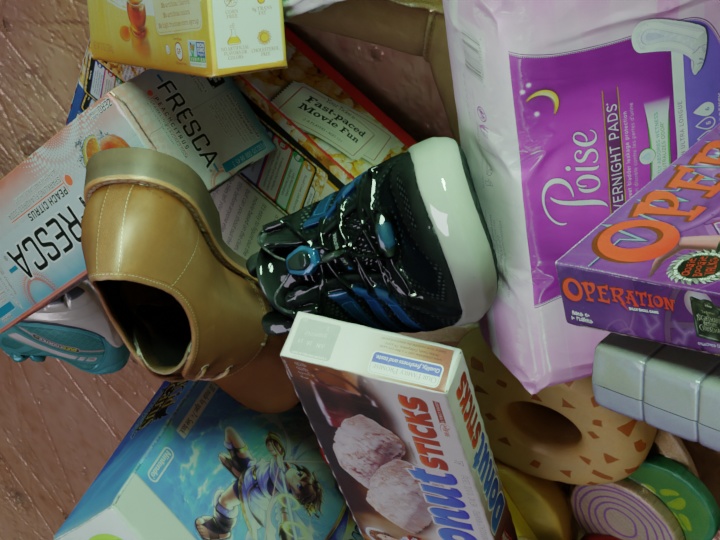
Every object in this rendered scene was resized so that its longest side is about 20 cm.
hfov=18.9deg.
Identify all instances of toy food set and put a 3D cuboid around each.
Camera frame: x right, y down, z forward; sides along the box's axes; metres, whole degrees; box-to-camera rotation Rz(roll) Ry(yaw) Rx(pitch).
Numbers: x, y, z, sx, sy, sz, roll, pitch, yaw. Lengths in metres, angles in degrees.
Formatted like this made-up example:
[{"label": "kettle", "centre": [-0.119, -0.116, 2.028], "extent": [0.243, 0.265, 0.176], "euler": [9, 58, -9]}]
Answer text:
[{"label": "toy food set", "centre": [0.072, 0.102, 1.028], "extent": [0.200, 0.049, 0.198], "euler": [-11, 125, 35]}]

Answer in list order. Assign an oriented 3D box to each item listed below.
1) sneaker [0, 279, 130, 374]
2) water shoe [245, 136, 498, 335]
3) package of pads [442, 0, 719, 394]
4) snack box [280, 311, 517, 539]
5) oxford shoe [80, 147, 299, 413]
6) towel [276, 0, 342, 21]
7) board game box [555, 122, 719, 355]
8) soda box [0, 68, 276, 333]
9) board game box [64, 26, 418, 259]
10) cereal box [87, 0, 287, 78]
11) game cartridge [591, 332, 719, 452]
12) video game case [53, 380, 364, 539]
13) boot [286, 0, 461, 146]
[{"label": "sneaker", "centre": [-0.217, 0.022, 1.282], "extent": [0.200, 0.078, 0.080], "euler": [13, 138, 40]}, {"label": "water shoe", "centre": [0.000, 0.000, 0.877], "extent": [0.200, 0.079, 0.072], "euler": [133, 121, -76]}, {"label": "package of pads", "centre": [0.099, -0.054, 0.837], "extent": [0.076, 0.120, 0.200], "euler": [-121, 17, -53]}, {"label": "snack box", "centre": [0.021, 0.080, 0.937], "extent": [0.072, 0.024, 0.200], "euler": [12, 154, 18]}, {"label": "oxford shoe", "centre": [-0.076, 0.025, 0.977], "extent": [0.071, 0.071, 0.200], "euler": [-5, 150, 22]}, {"label": "towel", "centre": [-0.019, -0.202, 0.837], "extent": [0.149, 0.031, 0.200], "euler": [178, 83, -66]}, {"label": "board game box", "centre": [0.170, -0.032, 0.720], "extent": [0.120, 0.200, 0.032], "euler": [7, 124, 42]}, {"label": "soda box", "centre": [-0.129, -0.036, 1.045], "extent": [0.200, 0.068, 0.064], "euler": [-29, 95, 50]}, {"label": "board game box", "centre": [-0.056, -0.046, 1.057], "extent": [0.200, 0.046, 0.152], "euler": [43, 139, 16]}, {"label": "cereal box", "centre": [-0.082, -0.185, 0.901], "extent": [0.144, 0.039, 0.200], "euler": [16, 113, 63]}, {"label": "game cartridge", "centre": [0.184, 0.008, 0.740], "extent": [0.130, 0.200, 0.038], "euler": [16, 128, 38]}, {"label": "video game case", "centre": [-0.042, 0.136, 1.072], "extent": [0.045, 0.200, 0.181], "euler": [-30, 105, 30]}, {"label": "boot", "centre": [0.007, -0.107, 0.946], "extent": [0.200, 0.066, 0.175], "euler": [20, 122, 34]}]
